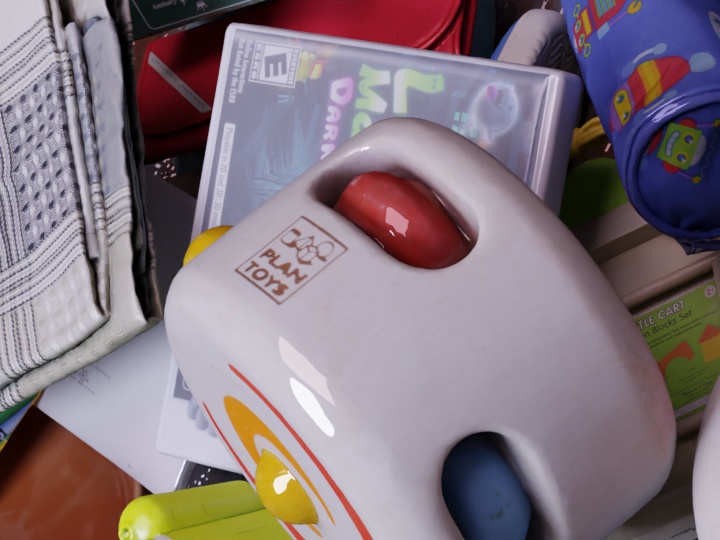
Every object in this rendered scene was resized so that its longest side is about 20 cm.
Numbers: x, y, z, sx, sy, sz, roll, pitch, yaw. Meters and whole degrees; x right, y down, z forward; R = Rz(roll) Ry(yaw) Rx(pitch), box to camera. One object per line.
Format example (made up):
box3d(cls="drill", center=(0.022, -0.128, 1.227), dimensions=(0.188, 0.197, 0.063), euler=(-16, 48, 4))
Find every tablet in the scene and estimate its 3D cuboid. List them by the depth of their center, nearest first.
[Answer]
box3d(cls="tablet", center=(-0.121, 0.015, 1.454), dimensions=(0.200, 0.014, 0.131), euler=(30, 99, 46))

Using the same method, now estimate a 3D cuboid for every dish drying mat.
box3d(cls="dish drying mat", center=(-0.029, -0.106, 1.446), dimensions=(0.199, 0.018, 0.077), euler=(-16, 49, 33))

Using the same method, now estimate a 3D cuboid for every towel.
box3d(cls="towel", center=(-0.175, -0.029, 1.403), dimensions=(0.200, 0.034, 0.194), euler=(-27, 59, 35))

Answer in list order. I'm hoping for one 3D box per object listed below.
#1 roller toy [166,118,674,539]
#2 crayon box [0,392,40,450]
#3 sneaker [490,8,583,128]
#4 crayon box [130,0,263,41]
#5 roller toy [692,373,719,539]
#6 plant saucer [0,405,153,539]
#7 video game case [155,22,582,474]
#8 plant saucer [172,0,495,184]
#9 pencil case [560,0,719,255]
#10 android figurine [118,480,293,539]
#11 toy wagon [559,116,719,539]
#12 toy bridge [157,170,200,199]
box3d(cls="roller toy", center=(0.016, 0.046, 1.164), dimensions=(0.140, 0.182, 0.200), euler=(-37, 87, -15))
box3d(cls="crayon box", center=(-0.202, 0.020, 1.482), dimensions=(0.200, 0.058, 0.119), euler=(-54, 46, 18))
box3d(cls="sneaker", center=(0.024, -0.034, 1.383), dimensions=(0.111, 0.077, 0.201), euler=(17, 86, 32))
box3d(cls="crayon box", center=(-0.044, -0.198, 1.493), dimensions=(0.125, 0.052, 0.200), euler=(-13, 31, 33))
box3d(cls="roller toy", center=(0.226, 0.082, 1.127), dimensions=(0.200, 0.140, 0.183), euler=(26, 86, 42))
box3d(cls="plant saucer", center=(-0.178, 0.140, 1.488), dimensions=(0.199, 0.032, 0.201), euler=(-17, 59, 30))
box3d(cls="video game case", center=(0.000, 0.000, 1.325), dimensions=(0.181, 0.023, 0.201), euler=(11, 92, 33))
box3d(cls="plant saucer", center=(-0.026, -0.105, 1.486), dimensions=(0.199, 0.036, 0.201), euler=(-17, 58, 31))
box3d(cls="pencil case", center=(0.136, -0.097, 1.301), dimensions=(0.078, 0.087, 0.200), euler=(-52, 29, 28))
box3d(cls="android figurine", center=(-0.030, 0.141, 1.266), dimensions=(0.182, 0.199, 0.041), euler=(28, 116, 43))
box3d(cls="toy wagon", center=(0.119, 0.025, 1.308), dimensions=(0.155, 0.040, 0.201), euler=(-26, 54, 25))
box3d(cls="toy bridge", center=(-0.083, -0.014, 1.471), dimensions=(0.200, 0.027, 0.068), euler=(-23, 87, 42))
